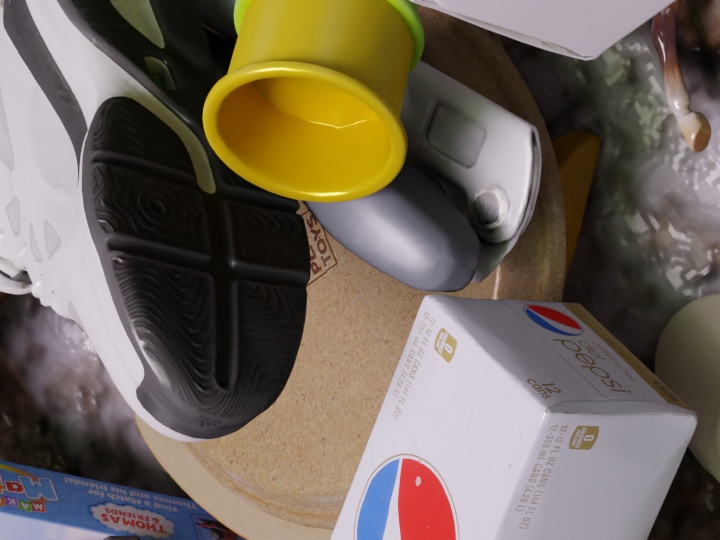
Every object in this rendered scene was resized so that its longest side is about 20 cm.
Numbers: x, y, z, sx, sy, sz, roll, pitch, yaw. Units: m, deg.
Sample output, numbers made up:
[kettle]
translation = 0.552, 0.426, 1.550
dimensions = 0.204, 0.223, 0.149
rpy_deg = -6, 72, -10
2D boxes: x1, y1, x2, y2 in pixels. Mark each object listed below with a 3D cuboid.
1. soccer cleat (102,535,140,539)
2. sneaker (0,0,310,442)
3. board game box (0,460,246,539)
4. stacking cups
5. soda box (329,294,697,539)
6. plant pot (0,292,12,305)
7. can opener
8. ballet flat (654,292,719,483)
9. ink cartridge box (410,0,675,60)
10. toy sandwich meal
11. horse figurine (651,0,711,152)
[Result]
[soccer cleat]
translation = -0.026, 0.159, 0.942
dimensions = 0.199, 0.070, 0.087
rpy_deg = 19, 123, 1
[sneaker]
translation = -0.083, -0.006, 0.835
dimensions = 0.116, 0.075, 0.201
rpy_deg = -51, 41, 32
[board game box]
translation = -0.144, 0.138, 0.989
dimensions = 0.037, 0.199, 0.152
rpy_deg = -111, 40, -55
[stacking cups]
translation = 0.004, -0.115, 0.833
dimensions = 0.060, 0.201, 0.061
rpy_deg = 9, 143, 7
[soda box]
translation = 0.027, 0.110, 0.834
dimensions = 0.068, 0.063, 0.201
rpy_deg = 44, 122, 45
[plant pot]
translation = -0.204, -0.030, 0.987
dimensions = 0.198, 0.200, 0.201
rpy_deg = -34, 82, 26
[can opener]
translation = -0.023, -0.059, 0.863
dimensions = 0.200, 0.066, 0.053
rpy_deg = 35, 111, 37
[ballet flat]
translation = 0.165, 0.072, 0.826
dimensions = 0.200, 0.069, 0.070
rpy_deg = 37, 119, 20
[ink cartridge box]
translation = 0.066, -0.183, 0.780
dimensions = 0.146, 0.084, 0.201
rpy_deg = -34, 57, 35
[toy sandwich meal]
translation = 0.000, 0.000, 0.926
dimensions = 0.204, 0.070, 0.207
rpy_deg = -1, 89, 37
[horse figurine]
translation = 0.116, -0.131, 0.818
dimensions = 0.200, 0.050, 0.133
rpy_deg = -40, 66, 39
